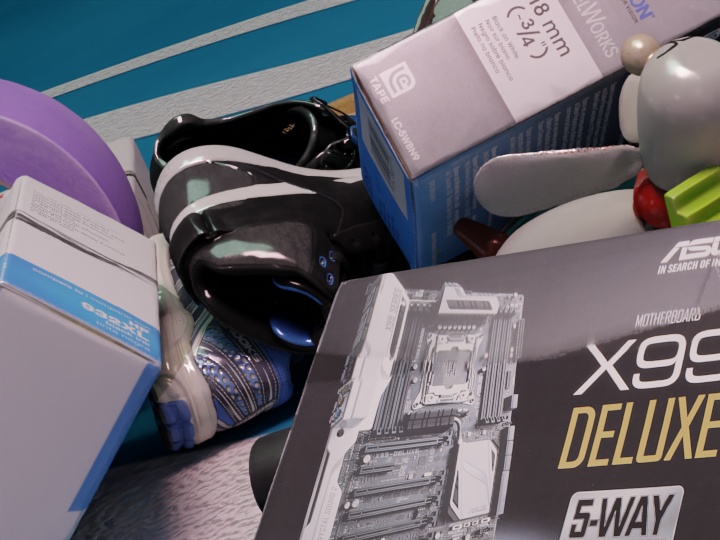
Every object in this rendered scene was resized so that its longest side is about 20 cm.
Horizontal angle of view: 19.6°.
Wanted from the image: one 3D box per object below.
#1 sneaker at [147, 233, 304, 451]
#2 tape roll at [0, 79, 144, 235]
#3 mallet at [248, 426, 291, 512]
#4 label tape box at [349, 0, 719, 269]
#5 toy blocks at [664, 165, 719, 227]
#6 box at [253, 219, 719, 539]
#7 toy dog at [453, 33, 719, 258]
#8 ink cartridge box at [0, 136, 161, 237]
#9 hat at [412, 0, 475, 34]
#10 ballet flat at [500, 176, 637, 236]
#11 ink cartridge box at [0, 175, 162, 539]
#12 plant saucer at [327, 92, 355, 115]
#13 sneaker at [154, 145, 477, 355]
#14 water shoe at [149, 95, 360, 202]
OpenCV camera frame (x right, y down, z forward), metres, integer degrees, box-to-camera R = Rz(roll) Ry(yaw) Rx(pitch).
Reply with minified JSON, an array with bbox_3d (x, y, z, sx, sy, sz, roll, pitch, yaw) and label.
[{"bbox_3d":[-0.067,0.031,1.088,0.084,0.078,0.200,-13,24,0],"label":"sneaker"},{"bbox_3d":[-0.217,0.000,1.132,0.199,0.201,0.085,-22,16,4],"label":"tape roll"},{"bbox_3d":[-0.002,0.060,0.952,0.065,0.041,0.200,-16,14,13],"label":"mallet"},{"bbox_3d":[0.097,-0.086,0.948,0.199,0.064,0.144,-28,-16,-6],"label":"label tape box"},{"bbox_3d":[0.181,0.020,0.751,0.199,0.101,0.136,-31,30,-20],"label":"toy blocks"},{"bbox_3d":[0.058,0.069,0.697,0.199,0.050,0.159,-9,52,41],"label":"box"},{"bbox_3d":[0.092,-0.031,0.861,0.132,0.096,0.201,-18,-34,-54],"label":"toy dog"},{"bbox_3d":[-0.191,-0.001,1.303,0.145,0.085,0.200,-24,17,0],"label":"ink cartridge box"},{"bbox_3d":[0.121,-0.084,1.083,0.199,0.081,0.202,-3,58,5],"label":"hat"},{"bbox_3d":[0.158,-0.025,0.972,0.198,0.069,0.063,-19,-11,7],"label":"ballet flat"},{"bbox_3d":[-0.160,0.056,0.978,0.146,0.083,0.200,-62,13,11],"label":"ink cartridge box"},{"bbox_3d":[-0.002,-0.071,1.221,0.199,0.036,0.200,-22,17,7],"label":"plant saucer"},{"bbox_3d":[0.000,0.000,1.030,0.198,0.073,0.112,3,36,-15],"label":"sneaker"},{"bbox_3d":[-0.011,-0.051,1.091,0.198,0.072,0.079,-6,-22,-4],"label":"water shoe"}]
